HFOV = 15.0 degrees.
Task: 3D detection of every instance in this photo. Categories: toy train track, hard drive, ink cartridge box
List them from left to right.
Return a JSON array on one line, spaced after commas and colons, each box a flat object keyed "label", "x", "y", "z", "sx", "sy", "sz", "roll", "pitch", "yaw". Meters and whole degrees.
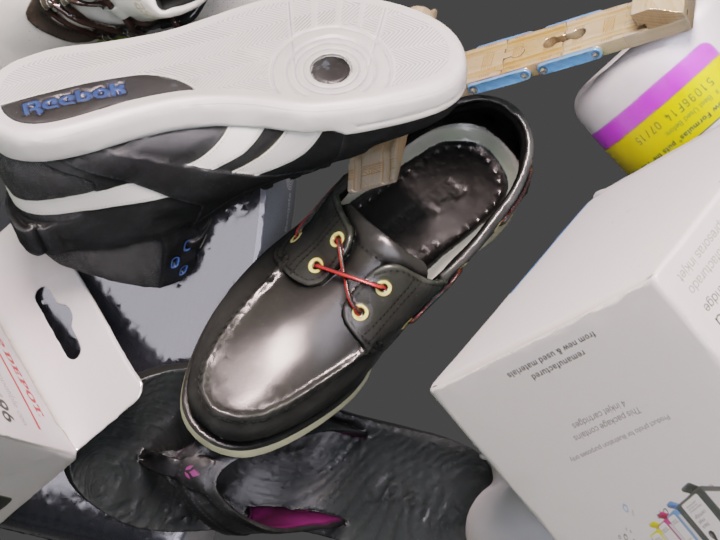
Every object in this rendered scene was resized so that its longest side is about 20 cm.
[{"label": "ink cartridge box", "x": -0.204, "y": 0.066, "z": 1.176, "sx": 0.200, "sy": 0.068, "sz": 0.116, "roll": -41, "pitch": 63, "yaw": 14}, {"label": "hard drive", "x": -0.109, "y": 0.028, "z": 1.230, "sx": 0.135, "sy": 0.042, "sz": 0.200, "roll": 14, "pitch": 91, "yaw": -1}, {"label": "toy train track", "x": 0.045, "y": -0.095, "z": 1.176, "sx": 0.200, "sy": 0.115, "sz": 0.033, "roll": -14, "pitch": 129, "yaw": 25}, {"label": "ink cartridge box", "x": 0.166, "y": 0.059, "z": 1.105, "sx": 0.200, "sy": 0.145, "sz": 0.147, "roll": 49, "pitch": 49, "yaw": -9}]

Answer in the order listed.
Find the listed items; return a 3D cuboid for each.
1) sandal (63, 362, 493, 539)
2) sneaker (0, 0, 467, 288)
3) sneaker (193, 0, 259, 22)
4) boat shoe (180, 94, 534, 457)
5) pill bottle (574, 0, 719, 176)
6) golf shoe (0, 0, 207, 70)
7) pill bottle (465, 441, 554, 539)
[{"label": "sandal", "x": -0.029, "y": 0.086, "z": 1.198, "sx": 0.200, "sy": 0.048, "sz": 0.075, "roll": 10, "pitch": 95, "yaw": -20}, {"label": "sneaker", "x": -0.053, "y": -0.050, "z": 1.161, "sx": 0.200, "sy": 0.112, "sz": 0.073, "roll": -6, "pitch": 49, "yaw": 0}, {"label": "sneaker", "x": -0.006, "y": -0.173, "z": 1.208, "sx": 0.200, "sy": 0.080, "sz": 0.070, "roll": -37, "pitch": 93, "yaw": 2}, {"label": "boat shoe", "x": -0.002, "y": -0.002, "z": 1.183, "sx": 0.074, "sy": 0.063, "sz": 0.201, "roll": 42, "pitch": 67, "yaw": 11}, {"label": "pill bottle", "x": 0.194, "y": -0.033, "z": 1.199, "sx": 0.104, "sy": 0.104, "sz": 0.200, "roll": -42, "pitch": 91, "yaw": 1}, {"label": "golf shoe", "x": -0.114, "y": -0.128, "z": 1.170, "sx": 0.078, "sy": 0.095, "sz": 0.200, "roll": 18, "pitch": 128, "yaw": -34}, {"label": "pill bottle", "x": 0.107, "y": 0.146, "z": 1.201, "sx": 0.109, "sy": 0.109, "sz": 0.200, "roll": -11, "pitch": 91, "yaw": 0}]
